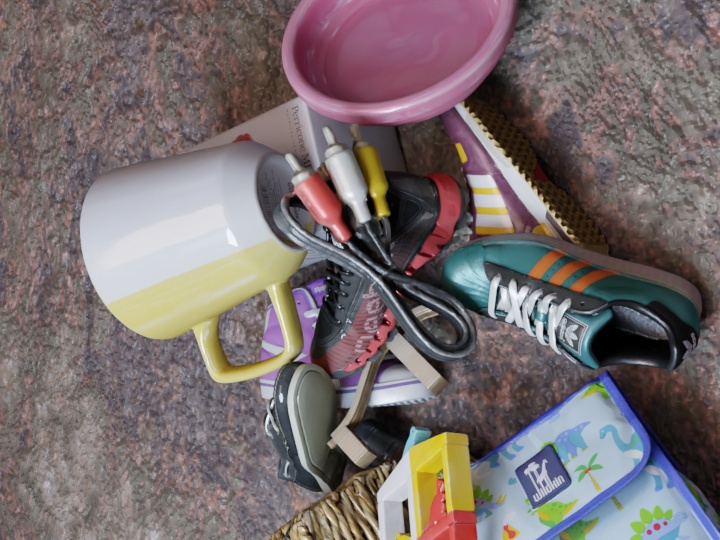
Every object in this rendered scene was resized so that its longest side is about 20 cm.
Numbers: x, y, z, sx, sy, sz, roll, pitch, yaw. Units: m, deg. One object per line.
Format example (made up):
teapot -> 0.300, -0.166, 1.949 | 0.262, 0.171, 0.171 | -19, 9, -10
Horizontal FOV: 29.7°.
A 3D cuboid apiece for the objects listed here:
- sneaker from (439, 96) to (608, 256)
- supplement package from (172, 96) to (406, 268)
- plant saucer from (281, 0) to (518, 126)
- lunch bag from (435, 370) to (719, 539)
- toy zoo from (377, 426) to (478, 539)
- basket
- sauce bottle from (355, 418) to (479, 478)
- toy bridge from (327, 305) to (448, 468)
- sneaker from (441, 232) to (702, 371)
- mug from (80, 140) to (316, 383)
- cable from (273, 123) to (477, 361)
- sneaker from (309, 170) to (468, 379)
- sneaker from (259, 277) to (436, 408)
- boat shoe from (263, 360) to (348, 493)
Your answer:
sneaker -> 0.109, -0.056, 1.100 | 0.090, 0.075, 0.200 | -47, 63, 25
supplement package -> -0.070, -0.069, 1.218 | 0.200, 0.120, 0.121 | -20, 80, 38
plant saucer -> 0.035, -0.191, 1.117 | 0.200, 0.051, 0.201 | -12, 51, 15
lunch bag -> 0.172, 0.198, 1.004 | 0.170, 0.127, 0.200 | -37, 63, 8
toy zoo -> 0.050, 0.210, 1.019 | 0.131, 0.020, 0.200 | 129, 144, -53
basket -> 0.002, 0.288, 1.126 | 0.200, 0.143, 0.149 | 56, 140, 8
sauce bottle -> 0.075, 0.182, 1.146 | 0.200, 0.065, 0.065 | 23, 106, 35
toy bridge -> 0.044, 0.076, 1.131 | 0.200, 0.027, 0.067 | -45, 63, 0
sneaker -> 0.153, 0.026, 1.012 | 0.200, 0.080, 0.071 | 10, 122, 12
mug -> -0.110, -0.022, 1.110 | 0.153, 0.187, 0.150 | -18, 38, 30
cable -> 0.010, -0.014, 1.009 | 0.200, 0.097, 0.050 | 56, 148, 10
sneaker -> 0.000, 0.000, 1.100 | 0.201, 0.098, 0.071 | -59, 38, 20
sneaker -> -0.017, 0.064, 1.214 | 0.200, 0.073, 0.114 | 2, 90, 40
boat shoe -> -0.055, 0.135, 1.150 | 0.068, 0.200, 0.072 | 15, 63, 14
